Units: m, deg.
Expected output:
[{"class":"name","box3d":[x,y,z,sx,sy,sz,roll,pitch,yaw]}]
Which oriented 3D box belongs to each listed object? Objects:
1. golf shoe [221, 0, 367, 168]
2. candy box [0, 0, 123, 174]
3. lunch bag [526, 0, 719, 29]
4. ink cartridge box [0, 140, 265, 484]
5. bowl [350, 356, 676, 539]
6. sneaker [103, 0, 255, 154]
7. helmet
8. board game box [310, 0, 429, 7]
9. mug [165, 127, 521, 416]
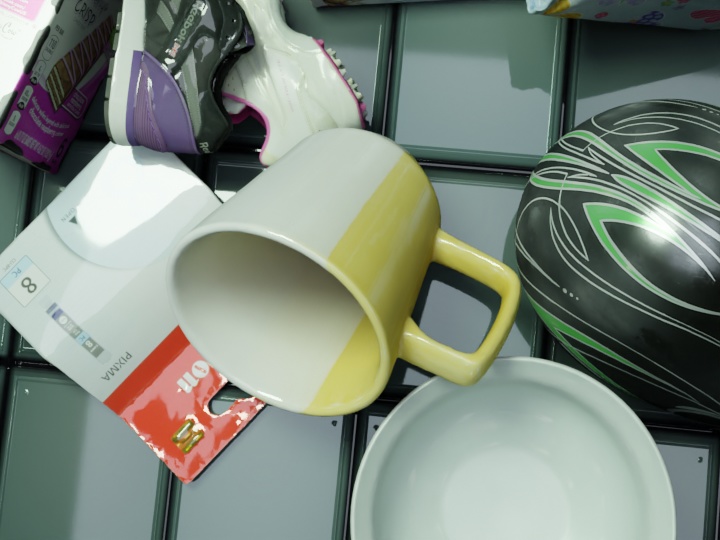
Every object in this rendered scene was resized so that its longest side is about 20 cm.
[{"class":"golf shoe","box3d":[-0.082,-0.158,0.829,0.091,0.075,0.200,-37,82,3]},{"class":"candy box","box3d":[-0.203,-0.174,0.805,0.061,0.136,0.200,25,87,4]},{"class":"lunch bag","box3d":[0.190,-0.268,0.769,0.169,0.127,0.201,0,80,-29]},{"class":"ink cartridge box","box3d":[-0.138,0.021,0.823,0.200,0.047,0.160,44,88,9]},{"class":"bowl","box3d":[0.095,0.158,0.772,0.201,0.090,0.202,-1,83,4]},{"class":"sneaker","box3d":[-0.107,-0.176,0.783,0.087,0.076,0.201,8,99,6]},{"class":"helmet","box3d":[0.193,-0.012,0.745,0.191,0.200,0.200,38,87,-10]},{"class":"board game box","box3d":[0.059,-0.292,0.848,0.199,0.041,0.200,-2,84,3]},{"class":"mug","box3d":[-0.009,0.000,0.767,0.187,0.149,0.153,44,46,-12]}]
